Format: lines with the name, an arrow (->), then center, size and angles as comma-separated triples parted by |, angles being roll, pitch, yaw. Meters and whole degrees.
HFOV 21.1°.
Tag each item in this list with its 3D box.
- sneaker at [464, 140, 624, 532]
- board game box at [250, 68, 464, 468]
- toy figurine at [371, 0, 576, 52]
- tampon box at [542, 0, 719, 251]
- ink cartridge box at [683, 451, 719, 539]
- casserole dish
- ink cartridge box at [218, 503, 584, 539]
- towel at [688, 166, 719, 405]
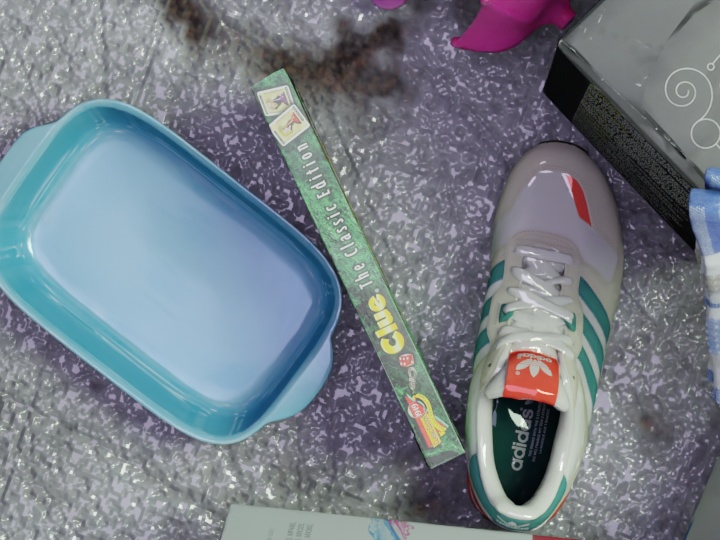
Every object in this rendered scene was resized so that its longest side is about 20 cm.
sneaker -> 0.092, 0.034, 0.955 | 0.070, 0.093, 0.201 | 9, 90, 3
board game box -> 0.000, 0.000, 0.955 | 0.023, 0.105, 0.201 | -25, 87, -1
toy figurine -> 0.040, -0.197, 0.956 | 0.199, 0.150, 0.185 | -5, 99, 25
tampon box -> 0.181, -0.101, 0.899 | 0.150, 0.200, 0.126 | -45, 88, 2
ink cartridge box -> 0.257, 0.156, 0.914 | 0.200, 0.145, 0.084 | 32, 133, 3
casserole dish -> -0.099, 0.000, 0.988 | 0.200, 0.039, 0.121 | 37, 97, 3
ink cartridge box -> 0.023, 0.201, 0.936 | 0.199, 0.083, 0.146 | 6, 117, 3
towel -> 0.211, 0.025, 0.808 | 0.146, 0.200, 0.024 | 12, 66, 19
